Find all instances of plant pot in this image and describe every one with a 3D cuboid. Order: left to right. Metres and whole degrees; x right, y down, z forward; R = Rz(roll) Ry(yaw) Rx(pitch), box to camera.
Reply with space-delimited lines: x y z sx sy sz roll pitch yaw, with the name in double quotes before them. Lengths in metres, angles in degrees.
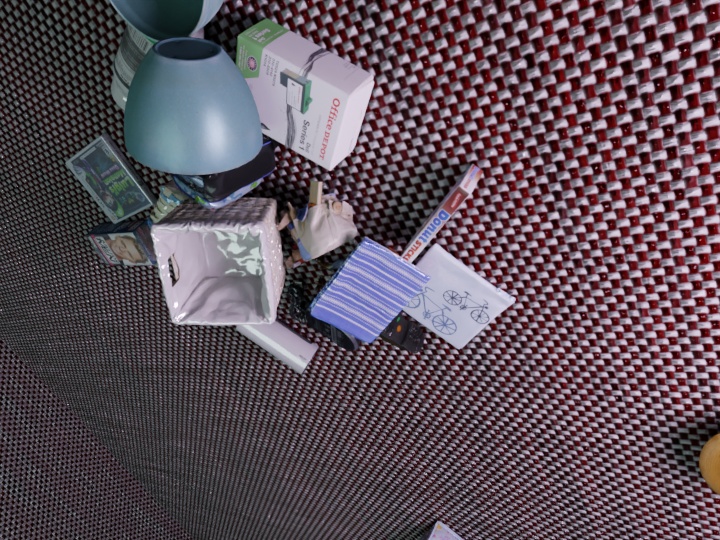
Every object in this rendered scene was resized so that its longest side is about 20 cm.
"plant pot" -0.263 -0.448 0.762 0.198 0.135 0.202 17 134 19
"plant pot" -0.240 -0.247 0.761 0.198 0.201 0.136 21 132 14

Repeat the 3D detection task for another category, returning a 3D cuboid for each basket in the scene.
"basket" -0.355 -0.087 1.129 0.175 0.139 0.201 34 125 3
"basket" -0.244 -0.023 0.977 0.197 0.161 0.201 0 119 5

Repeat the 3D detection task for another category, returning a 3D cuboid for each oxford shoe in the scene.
"oxford shoe" 0.044 0.102 1.075 0.084 0.073 0.200 8 147 46

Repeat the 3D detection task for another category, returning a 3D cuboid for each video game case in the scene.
"video game case" -0.591 -0.210 1.262 0.198 0.023 0.183 -13 119 39

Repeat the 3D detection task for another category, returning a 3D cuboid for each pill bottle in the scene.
"pill bottle" -0.354 -0.360 0.913 0.113 0.113 0.199 45 137 -11

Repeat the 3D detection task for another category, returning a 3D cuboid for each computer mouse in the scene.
"computer mouse" -0.074 0.102 1.191 0.199 0.053 0.139 32 148 17

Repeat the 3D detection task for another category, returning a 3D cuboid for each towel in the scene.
"towel" 0.012 0.044 0.955 0.144 0.024 0.200 29 125 -15

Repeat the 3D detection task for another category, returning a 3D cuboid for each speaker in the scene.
"speaker" -0.204 0.166 1.305 0.199 0.081 0.081 33 138 3

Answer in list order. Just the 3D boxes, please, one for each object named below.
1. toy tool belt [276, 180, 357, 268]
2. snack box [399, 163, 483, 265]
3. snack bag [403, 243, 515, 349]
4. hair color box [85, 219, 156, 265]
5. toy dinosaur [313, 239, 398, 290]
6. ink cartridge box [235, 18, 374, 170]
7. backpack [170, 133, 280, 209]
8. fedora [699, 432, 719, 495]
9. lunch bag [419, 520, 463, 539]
"toy tool belt" -0.094 -0.088 0.998 0.199 0.124 0.124 -20 97 59
"snack box" 0.127 -0.086 0.879 0.024 0.072 0.200 37 138 0
"snack bag" 0.163 0.050 1.014 0.188 0.021 0.200 35 138 0
"hair color box" -0.600 -0.069 1.365 0.198 0.061 0.101 0 127 32
"toy dinosaur" 0.000 0.000 1.062 0.179 0.106 0.200 5 164 17
"ink cartridge box" -0.095 -0.274 0.844 0.198 0.085 0.147 30 138 8
"backpack" -0.267 -0.216 0.935 0.199 0.183 0.148 38 141 13
"fedora" 0.669 0.315 0.882 0.198 0.082 0.203 19 131 23
"lunch bag" 0.267 0.879 1.605 0.199 0.127 0.171 34 136 15
